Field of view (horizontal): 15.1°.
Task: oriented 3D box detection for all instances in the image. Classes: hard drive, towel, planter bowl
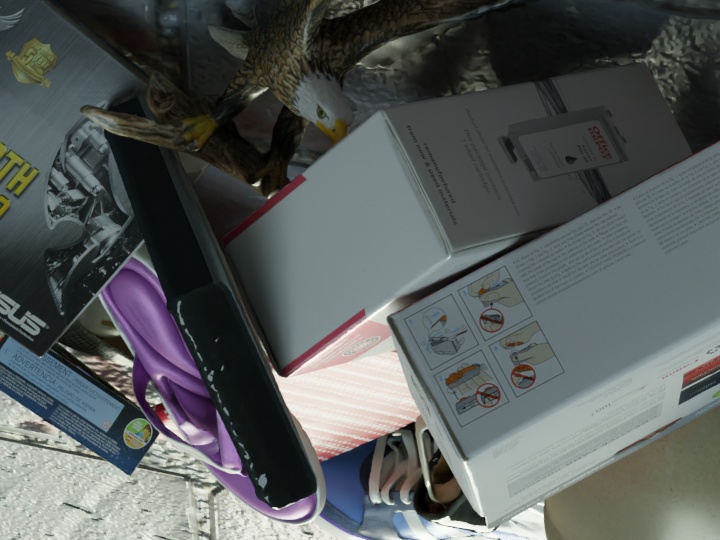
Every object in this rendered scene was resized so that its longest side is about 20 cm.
[{"bbox_3d":[-0.079,0.014,1.393,0.033,0.200,0.140,-23,124,-2],"label":"hard drive"},{"bbox_3d":[-0.025,0.073,1.621,0.144,0.023,0.200,13,152,-40],"label":"towel"},{"bbox_3d":[0.190,0.074,1.496,0.199,0.200,0.135,0,118,22],"label":"planter bowl"}]

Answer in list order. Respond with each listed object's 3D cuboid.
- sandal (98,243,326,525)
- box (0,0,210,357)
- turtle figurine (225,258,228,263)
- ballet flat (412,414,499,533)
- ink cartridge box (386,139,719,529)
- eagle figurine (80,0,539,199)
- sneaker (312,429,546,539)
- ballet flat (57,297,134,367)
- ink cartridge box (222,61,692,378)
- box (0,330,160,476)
[{"bbox_3d":[-0.098,0.073,1.556,0.082,0.050,0.203,-24,106,45],"label":"sandal"},{"bbox_3d":[-0.196,-0.070,1.452,0.158,0.048,0.200,-47,123,6],"label":"box"},{"bbox_3d":[0.000,0.000,1.550,0.199,0.065,0.161,9,165,-12],"label":"turtle figurine"},{"bbox_3d":[0.070,0.080,1.551,0.068,0.068,0.201,0,131,-14],"label":"ballet flat"},{"bbox_3d":[0.123,0.034,1.339,0.199,0.084,0.176,-28,162,-3],"label":"ink cartridge box"},{"bbox_3d":[-0.015,-0.119,1.347,0.151,0.151,0.200,-7,140,-56],"label":"eagle figurine"},{"bbox_3d":[0.060,0.118,1.694,0.199,0.081,0.147,13,147,2],"label":"sneaker"},{"bbox_3d":[-0.131,0.026,1.639,0.200,0.072,0.072,31,145,-35],"label":"ballet flat"},{"bbox_3d":[0.054,-0.026,1.363,0.199,0.083,0.146,-13,163,-44],"label":"ink cartridge box"},{"bbox_3d":[-0.215,0.046,1.635,0.136,0.038,0.200,36,176,-32],"label":"box"}]
